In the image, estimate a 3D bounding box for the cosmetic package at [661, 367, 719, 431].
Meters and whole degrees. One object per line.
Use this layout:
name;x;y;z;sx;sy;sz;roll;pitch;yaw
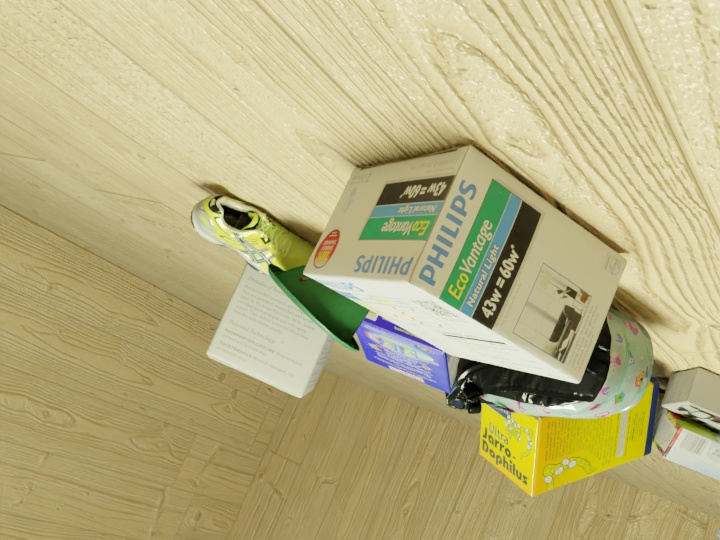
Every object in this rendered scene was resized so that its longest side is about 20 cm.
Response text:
cosmetic package;0.486;0.185;0.936;0.199;0.051;0.083;23;169;5

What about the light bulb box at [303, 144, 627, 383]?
light bulb box;0.090;-0.003;0.697;0.200;0.125;0.198;30;167;-26

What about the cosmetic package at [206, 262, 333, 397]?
cosmetic package;-0.120;0.078;1.235;0.166;0.201;0.167;23;176;5

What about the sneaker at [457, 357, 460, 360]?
sneaker;0.104;0.031;0.936;0.073;0.082;0.200;-24;124;18

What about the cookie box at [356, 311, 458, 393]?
cookie box;0.083;0.118;1.299;0.171;0.075;0.200;20;157;18

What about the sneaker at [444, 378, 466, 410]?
sneaker;0.198;0.216;1.393;0.070;0.078;0.200;23;167;4

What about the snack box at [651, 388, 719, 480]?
snack box;0.480;0.232;1.013;0.199;0.053;0.142;23;-164;-3

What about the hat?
hat;0.000;0.000;1.060;0.200;0.176;0.166;43;-176;1

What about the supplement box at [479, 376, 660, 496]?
supplement box;0.265;0.189;0.969;0.199;0.110;0.109;-10;-159;-26

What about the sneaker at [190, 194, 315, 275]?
sneaker;-0.146;-0.046;1.100;0.200;0.076;0.076;23;160;-24

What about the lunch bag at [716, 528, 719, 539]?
lunch bag;0.713;0.433;1.294;0.200;0.170;0.127;28;169;-15

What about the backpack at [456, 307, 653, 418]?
backpack;0.213;0.086;0.835;0.126;0.168;0.200;8;177;-39
